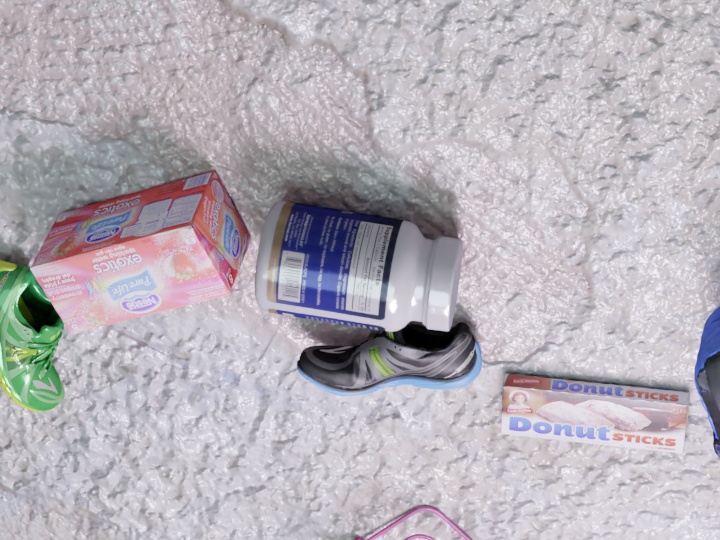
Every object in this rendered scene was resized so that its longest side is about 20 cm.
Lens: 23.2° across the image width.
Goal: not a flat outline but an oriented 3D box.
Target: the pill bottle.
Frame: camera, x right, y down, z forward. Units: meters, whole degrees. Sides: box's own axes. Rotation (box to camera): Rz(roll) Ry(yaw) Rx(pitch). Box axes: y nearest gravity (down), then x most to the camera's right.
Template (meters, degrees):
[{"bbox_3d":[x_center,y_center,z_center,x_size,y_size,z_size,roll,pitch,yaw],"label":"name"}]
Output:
[{"bbox_3d":[0.000,0.000,1.781,0.199,0.116,0.116,10,128,6],"label":"pill bottle"}]

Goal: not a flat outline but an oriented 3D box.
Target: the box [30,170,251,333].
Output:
[{"bbox_3d":[-0.228,-0.018,1.832,0.199,0.103,0.095,-14,122,22],"label":"box"}]

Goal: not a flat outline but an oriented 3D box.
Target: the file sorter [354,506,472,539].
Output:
[{"bbox_3d":[0.065,0.393,2.015,0.139,0.200,0.125,41,122,-18],"label":"file sorter"}]

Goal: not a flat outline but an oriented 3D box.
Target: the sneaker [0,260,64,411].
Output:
[{"bbox_3d":[-0.367,0.079,1.957,0.083,0.074,0.201,-1,126,19],"label":"sneaker"}]

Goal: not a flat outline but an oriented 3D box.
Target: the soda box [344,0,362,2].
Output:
[{"bbox_3d":[-0.087,-0.298,1.605,0.199,0.068,0.064,7,128,8],"label":"soda box"}]

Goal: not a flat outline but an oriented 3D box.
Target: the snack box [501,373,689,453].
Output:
[{"bbox_3d":[0.253,0.155,1.897,0.199,0.024,0.072,5,129,9],"label":"snack box"}]

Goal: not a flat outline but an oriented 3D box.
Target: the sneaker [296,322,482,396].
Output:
[{"bbox_3d":[0.030,0.085,1.875,0.198,0.071,0.083,-4,121,10],"label":"sneaker"}]

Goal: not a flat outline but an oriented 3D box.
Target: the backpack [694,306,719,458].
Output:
[{"bbox_3d":[0.418,0.115,1.736,0.162,0.168,0.201,-21,115,23],"label":"backpack"}]
